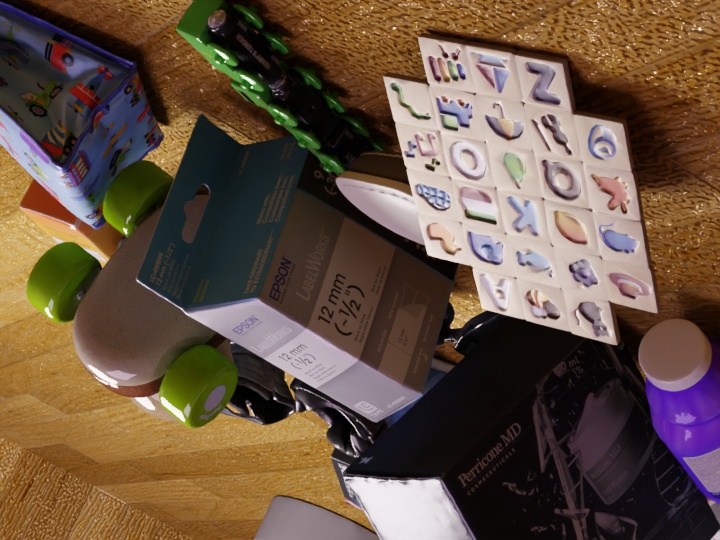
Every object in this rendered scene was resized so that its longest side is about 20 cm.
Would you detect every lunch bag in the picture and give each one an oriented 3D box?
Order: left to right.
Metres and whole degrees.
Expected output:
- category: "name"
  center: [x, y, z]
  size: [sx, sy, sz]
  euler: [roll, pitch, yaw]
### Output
- category: "lunch bag"
  center: [-0.253, -0.135, 1.616]
  size: [0.199, 0.094, 0.151]
  euler: [33, 169, 10]

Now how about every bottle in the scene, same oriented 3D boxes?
- category: "bottle"
  center: [0.243, 0.096, 1.565]
  size: [0.200, 0.083, 0.065]
  euler: [47, -167, -54]

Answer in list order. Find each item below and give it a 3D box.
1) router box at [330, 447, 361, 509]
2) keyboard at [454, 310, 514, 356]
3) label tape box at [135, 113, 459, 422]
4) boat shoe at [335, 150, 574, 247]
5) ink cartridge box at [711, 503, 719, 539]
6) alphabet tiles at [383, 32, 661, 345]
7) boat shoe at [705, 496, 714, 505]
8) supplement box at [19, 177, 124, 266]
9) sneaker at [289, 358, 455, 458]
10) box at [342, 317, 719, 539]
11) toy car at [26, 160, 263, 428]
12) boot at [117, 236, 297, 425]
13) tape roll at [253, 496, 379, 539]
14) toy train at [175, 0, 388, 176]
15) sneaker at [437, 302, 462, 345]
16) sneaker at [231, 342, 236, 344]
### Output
- category: "router box"
  center: [0.056, 0.216, 2.293]
  size: [0.149, 0.062, 0.200]
  euler: [21, 164, 12]
- category: "keyboard"
  center: [0.160, 0.082, 1.774]
  size: [0.200, 0.040, 0.104]
  euler: [34, 140, -23]
- category: "label tape box"
  center: [-0.035, -0.011, 1.523]
  size: [0.199, 0.144, 0.066]
  euler: [32, 145, -21]
- category: "boat shoe"
  center: [0.076, -0.046, 1.407]
  size: [0.201, 0.061, 0.072]
  euler: [15, 160, 35]
- category: "ink cartridge box"
  center: [0.374, 0.210, 1.729]
  size: [0.199, 0.084, 0.146]
  euler: [13, 160, 40]
- category: "alphabet tiles"
  center: [0.094, -0.046, 1.319]
  size: [0.166, 0.006, 0.201]
  euler: [14, 134, 35]
- category: "boat shoe"
  center: [0.225, 0.151, 1.750]
  size: [0.062, 0.071, 0.200]
  euler: [37, 146, -18]
- category: "supplement box"
  center: [-0.205, -0.027, 1.905]
  size: [0.069, 0.067, 0.200]
  euler: [16, 161, 30]
- category: "sneaker"
  center: [0.030, 0.120, 1.927]
  size: [0.199, 0.112, 0.077]
  euler: [32, 163, -23]
- category: "box"
  center: [0.126, 0.166, 1.632]
  size: [0.124, 0.200, 0.197]
  euler: [-6, 119, 53]
- category: "toy car"
  center: [-0.124, 0.048, 1.652]
  size: [0.164, 0.158, 0.200]
  euler: [36, 164, 23]
- category: "boot"
  center: [-0.117, 0.045, 1.871]
  size: [0.068, 0.131, 0.200]
  euler: [-30, 144, 18]
- category: "tape roll"
  center: [-0.037, 0.365, 2.923]
  size: [0.199, 0.066, 0.200]
  euler: [23, 165, 7]
- category: "toy train"
  center: [-0.047, -0.110, 1.438]
  size: [0.056, 0.042, 0.200]
  euler: [25, 168, 41]
- category: "sneaker"
  center: [0.000, 0.000, 1.677]
  size: [0.139, 0.078, 0.200]
  euler: [1, 156, 46]
- category: "sneaker"
  center: [-0.091, 0.012, 1.807]
  size: [0.200, 0.090, 0.078]
  euler: [33, 163, -21]
